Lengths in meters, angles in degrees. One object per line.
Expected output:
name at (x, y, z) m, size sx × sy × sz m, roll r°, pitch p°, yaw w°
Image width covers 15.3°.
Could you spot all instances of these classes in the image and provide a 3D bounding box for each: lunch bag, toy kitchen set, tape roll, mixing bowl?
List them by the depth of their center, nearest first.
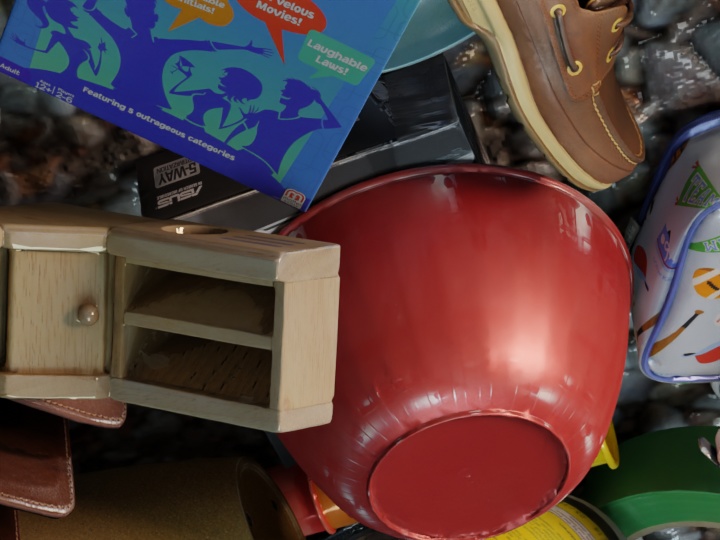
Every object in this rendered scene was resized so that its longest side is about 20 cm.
toy kitchen set at (-0.138, -0.017, 1.124) m, size 0.180 × 0.163 × 0.200 m, roll 9°, pitch -170°, yaw 36°
mixing bowl at (0.042, 0.058, 1.261) m, size 0.200 × 0.109 × 0.200 m, roll -6°, pitch 138°, yaw -5°
lunch bag at (0.225, -0.009, 1.326) m, size 0.200 × 0.076 × 0.160 m, roll 0°, pitch 140°, yaw -12°
tape roll at (0.213, 0.167, 1.473) m, size 0.200 × 0.048 × 0.201 m, roll 14°, pitch 142°, yaw 12°

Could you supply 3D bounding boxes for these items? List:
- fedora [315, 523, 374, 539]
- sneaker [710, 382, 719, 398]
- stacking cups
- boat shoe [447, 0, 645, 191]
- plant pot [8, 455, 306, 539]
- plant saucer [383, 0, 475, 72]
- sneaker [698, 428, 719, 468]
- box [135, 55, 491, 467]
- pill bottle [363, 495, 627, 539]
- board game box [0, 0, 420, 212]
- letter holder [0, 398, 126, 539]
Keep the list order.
fedora at (0.048, 0.217, 1.522) m, size 0.200 × 0.092 × 0.201 m, roll -6°, pitch 138°, yaw -6°
sneaker at (0.272, 0.084, 1.438) m, size 0.200 × 0.071 × 0.073 m, roll 20°, pitch 129°, yaw -31°
stacking cups at (0.036, 0.105, 1.427) m, size 0.200 × 0.061 × 0.061 m, roll -18°, pitch 138°, yaw 13°
boat shoe at (0.086, -0.109, 1.148) m, size 0.067 × 0.072 × 0.200 m, roll -21°, pitch 135°, yaw 14°
plant pot at (-0.128, 0.179, 1.380) m, size 0.200 × 0.187 × 0.186 m, roll -25°, pitch 136°, yaw 13°
plant saucer at (-0.010, -0.162, 1.142) m, size 0.200 × 0.027 × 0.200 m, roll -6°, pitch 139°, yaw -5°
sneaker at (0.223, 0.126, 1.334) m, size 0.129 × 0.080 × 0.199 m, roll 11°, pitch 107°, yaw -7°
box at (0.000, 0.000, 1.306) m, size 0.157 × 0.050 × 0.200 m, roll -18°, pitch 138°, yaw 8°
pill bottle at (0.054, 0.177, 1.358) m, size 0.114 × 0.114 × 0.200 m, roll -36°, pitch 163°, yaw 26°
board game box at (-0.054, -0.125, 1.088) m, size 0.152 × 0.045 × 0.200 m, roll 24°, pitch 140°, yaw -4°
letter holder at (-0.217, 0.061, 1.260) m, size 0.200 × 0.142 × 0.101 m, roll 26°, pitch 127°, yaw -34°
